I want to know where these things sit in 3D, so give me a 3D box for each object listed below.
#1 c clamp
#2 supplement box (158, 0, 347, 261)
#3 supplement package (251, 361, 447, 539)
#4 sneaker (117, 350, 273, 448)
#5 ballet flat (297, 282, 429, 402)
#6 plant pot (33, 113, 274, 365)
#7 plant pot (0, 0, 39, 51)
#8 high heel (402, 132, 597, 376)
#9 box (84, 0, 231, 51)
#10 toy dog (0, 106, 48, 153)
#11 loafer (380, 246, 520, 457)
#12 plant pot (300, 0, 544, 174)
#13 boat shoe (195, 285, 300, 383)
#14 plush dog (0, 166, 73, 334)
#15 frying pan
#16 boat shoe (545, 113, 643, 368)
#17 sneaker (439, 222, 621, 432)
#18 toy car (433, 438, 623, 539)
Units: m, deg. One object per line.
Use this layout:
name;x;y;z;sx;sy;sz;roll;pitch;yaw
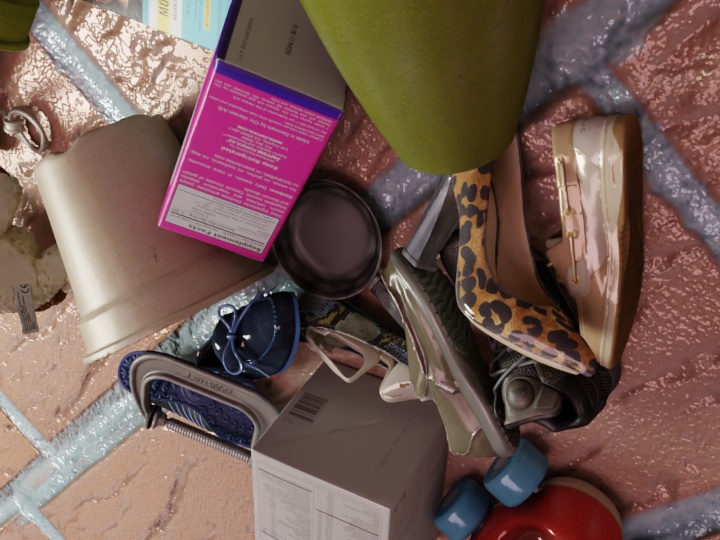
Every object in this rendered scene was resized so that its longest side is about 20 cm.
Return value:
c clamp;-0.157;0.165;0.925;0.198;0.027;0.172;26;134;1
supplement box;-0.087;-0.113;0.714;0.102;0.102;0.200;20;141;-15
supplement package;-0.009;0.232;0.896;0.149;0.152;0.202;17;126;21
sneaker;-0.174;0.141;0.997;0.198;0.078;0.071;25;85;2
ballet flat;0.019;0.086;0.839;0.198;0.074;0.075;27;129;19
plant pot;-0.208;-0.039;0.837;0.199;0.200;0.185;-22;95;38
plant pot;-0.324;-0.315;0.708;0.199;0.200;0.194;34;105;7
high heel;0.124;-0.026;0.660;0.200;0.071;0.144;41;111;37
box;-0.157;-0.249;0.749;0.198;0.049;0.083;23;128;16
toy dog;-0.421;-0.185;0.905;0.130;0.096;0.202;7;128;28
loafer;0.064;0.077;0.754;0.069;0.075;0.202;-26;92;24
plant pot;0.049;-0.175;0.608;0.185;0.188;0.201;7;137;27
boat shoe;-0.115;0.078;0.874;0.068;0.085;0.200;4;153;-24
plush dog;-0.406;-0.002;0.986;0.200;0.161;0.171;43;156;-19
frying pan;0.003;-0.016;0.805;0.188;0.031;0.116;23;117;14
boat shoe;0.178;-0.022;0.683;0.068;0.074;0.203;8;114;30
sneaker;0.129;0.051;0.728;0.200;0.114;0.076;51;129;-3
toy car;0.149;0.301;0.814;0.184;0.200;0.177;42;131;1
